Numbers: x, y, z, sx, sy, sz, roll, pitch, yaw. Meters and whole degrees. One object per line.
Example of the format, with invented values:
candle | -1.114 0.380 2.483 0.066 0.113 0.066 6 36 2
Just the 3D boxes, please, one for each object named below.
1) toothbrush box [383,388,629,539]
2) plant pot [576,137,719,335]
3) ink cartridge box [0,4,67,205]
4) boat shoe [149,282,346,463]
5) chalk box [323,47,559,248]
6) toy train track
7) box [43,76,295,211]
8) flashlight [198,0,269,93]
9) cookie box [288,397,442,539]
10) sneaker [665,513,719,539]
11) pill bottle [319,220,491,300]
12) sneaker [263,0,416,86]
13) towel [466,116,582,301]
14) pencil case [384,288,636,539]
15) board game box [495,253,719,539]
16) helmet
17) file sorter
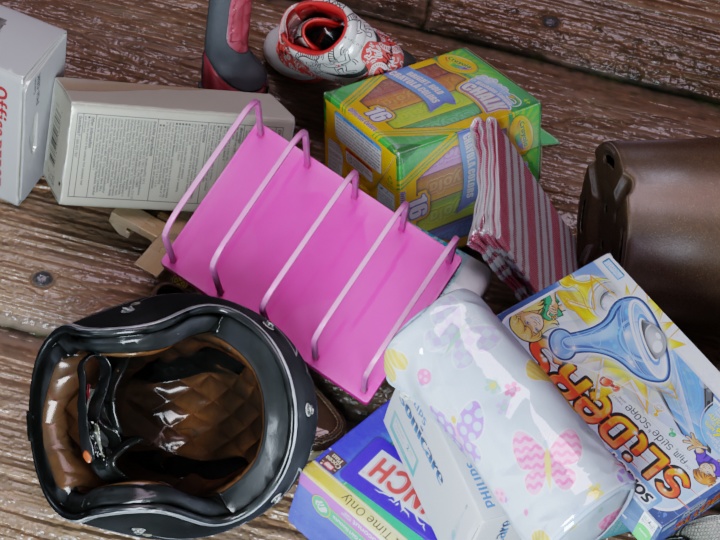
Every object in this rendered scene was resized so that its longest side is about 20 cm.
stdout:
toothbrush box | 0.138 0.126 1.494 0.198 0.086 0.147 -12 56 -24
plant pot | 0.294 -0.030 1.694 0.196 0.201 0.201 3 46 -9
ink cartridge box | -0.359 -0.165 1.737 0.198 0.148 0.083 22 45 9
boat shoe | -0.097 0.079 1.605 0.201 0.075 0.075 30 49 17
chalk box | 0.081 -0.107 1.764 0.199 0.125 0.124 -22 39 -27
toy train track | -0.125 0.004 1.704 0.199 0.033 0.115 28 36 7
box | -0.164 -0.105 1.722 0.198 0.096 0.078 4 20 -22
flashlight | -0.107 -0.220 1.799 0.068 0.201 0.068 39 51 23
cookie box | 0.074 0.172 1.549 0.171 0.076 0.200 39 53 21
sneaker | 0.227 0.243 1.505 0.078 0.086 0.199 37 50 23
pill bottle | 0.000 0.000 1.655 0.199 0.111 0.111 30 48 4
sneaker | -0.046 -0.213 1.826 0.201 0.108 0.068 23 84 47
towel | 0.143 -0.017 1.686 0.030 0.200 0.147 -20 41 22
pencil case | 0.101 0.107 1.389 0.091 0.083 0.200 -42 67 4
board game box | 0.193 0.091 1.458 0.135 0.035 0.200 -27 64 -31
helmet | -0.132 0.108 1.488 0.189 0.201 0.201 -1 45 -31
file sorter | -0.038 -0.018 1.538 0.199 0.125 0.140 34 80 5
